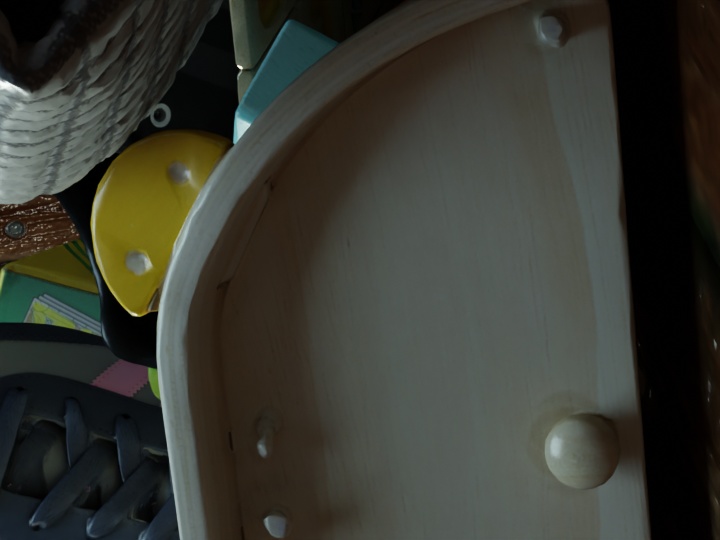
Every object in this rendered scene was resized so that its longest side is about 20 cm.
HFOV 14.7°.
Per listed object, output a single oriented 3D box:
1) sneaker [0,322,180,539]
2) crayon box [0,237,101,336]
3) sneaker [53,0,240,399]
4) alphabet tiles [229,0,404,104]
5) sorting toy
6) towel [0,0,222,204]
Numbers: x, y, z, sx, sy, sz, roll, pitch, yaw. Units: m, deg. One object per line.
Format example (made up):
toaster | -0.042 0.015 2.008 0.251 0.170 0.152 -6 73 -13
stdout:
sneaker | -0.041 0.054 0.712 0.082 0.199 0.071 165 116 -69
crayon box | -0.087 0.091 0.912 0.173 0.058 0.202 -35 -42 -78
sneaker | -0.048 -0.061 0.658 0.083 0.071 0.201 -50 -46 -50
alphabet tiles | -0.002 -0.086 0.669 0.167 0.006 0.201 -63 -26 -54
sorting toy | 0.021 0.014 0.617 0.180 0.106 0.202 -57 -37 -70
towel | -0.037 -0.117 0.485 0.201 0.085 0.166 -61 2 -9
